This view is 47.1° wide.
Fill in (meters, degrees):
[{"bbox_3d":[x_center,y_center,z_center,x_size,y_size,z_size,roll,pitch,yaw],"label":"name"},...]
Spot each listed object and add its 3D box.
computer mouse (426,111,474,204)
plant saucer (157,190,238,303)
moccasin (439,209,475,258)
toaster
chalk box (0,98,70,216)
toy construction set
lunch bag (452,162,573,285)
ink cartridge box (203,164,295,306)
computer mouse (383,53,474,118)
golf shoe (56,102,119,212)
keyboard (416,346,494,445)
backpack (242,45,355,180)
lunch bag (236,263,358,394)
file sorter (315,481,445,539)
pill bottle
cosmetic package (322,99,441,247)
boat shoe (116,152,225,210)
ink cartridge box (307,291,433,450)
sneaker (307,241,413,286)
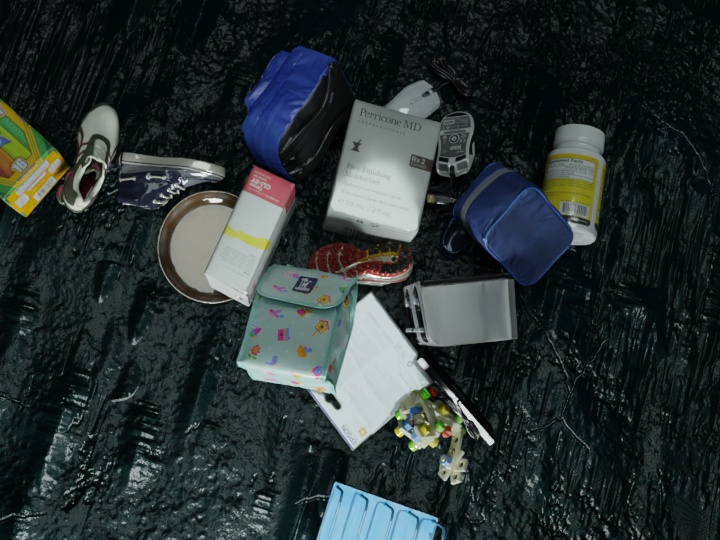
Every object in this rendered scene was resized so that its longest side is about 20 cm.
[{"bbox_3d":[0.178,-0.204,1.531,0.107,0.044,0.204,-2,61,23],"label":"computer mouse"},{"bbox_3d":[-0.265,-0.041,1.486,0.195,0.032,0.205,1,80,-7],"label":"plant saucer"},{"bbox_3d":[0.213,-0.117,1.533,0.080,0.068,0.202,34,79,1],"label":"moccasin"},{"bbox_3d":[0.178,0.067,1.444,0.195,0.181,0.122,-5,86,-8],"label":"toaster"},{"bbox_3d":[-0.628,-0.215,1.427,0.199,0.124,0.125,40,78,1],"label":"chalk box"},{"bbox_3d":[0.132,0.276,1.419,0.091,0.200,0.132,-30,40,13],"label":"toy construction set"},{"bbox_3d":[0.264,-0.081,1.432,0.136,0.133,0.200,-45,130,5],"label":"lunch bag"},{"bbox_3d":[-0.186,-0.055,1.407,0.082,0.145,0.204,23,79,-1],"label":"ink cartridge box"},{"bbox_3d":[0.115,-0.323,1.569,0.199,0.044,0.110,-39,88,-11],"label":"computer mouse"},{"bbox_3d":[-0.464,-0.198,1.453,0.076,0.087,0.204,22,80,-36],"label":"golf shoe"},{"bbox_3d":[0.165,0.226,1.436,0.021,0.127,0.201,-41,95,12],"label":"keyboard"},{"bbox_3d":[-0.122,-0.273,1.480,0.166,0.163,0.203,24,78,30],"label":"backpack"},{"bbox_3d":[-0.101,0.090,1.405,0.166,0.122,0.204,8,69,16],"label":"lunch bag"},{"bbox_3d":[0.030,0.459,1.389,0.196,0.123,0.142,19,78,-2],"label":"file sorter"},{"bbox_3d":[0.396,-0.159,1.538,0.112,0.114,0.205,12,79,-4],"label":"pill bottle"},{"bbox_3d":[0.036,-0.164,1.471,0.161,0.165,0.205,14,79,-4],"label":"cosmetic package"},{"bbox_3d":[-0.342,-0.152,1.481,0.195,0.075,0.095,6,86,3],"label":"boat shoe"},{"bbox_3d":[0.002,0.178,1.474,0.199,0.043,0.198,-38,86,-7],"label":"ink cartridge box"},{"bbox_3d":[0.000,0.000,1.487,0.195,0.082,0.080,0,68,11],"label":"sneaker"}]
